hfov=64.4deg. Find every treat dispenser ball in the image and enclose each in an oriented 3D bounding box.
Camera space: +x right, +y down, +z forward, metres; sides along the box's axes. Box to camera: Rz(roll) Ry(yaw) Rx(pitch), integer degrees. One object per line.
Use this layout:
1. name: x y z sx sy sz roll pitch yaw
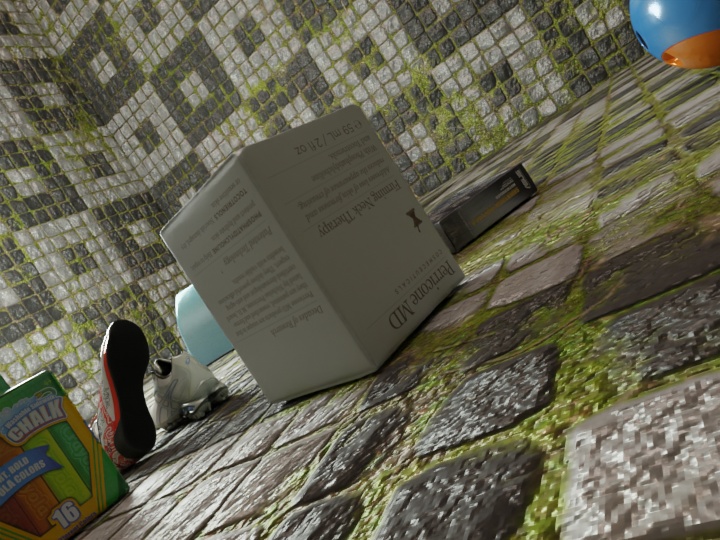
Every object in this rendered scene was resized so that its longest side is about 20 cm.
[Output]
1. treat dispenser ball: 0.484 -0.388 0.795 0.200 0.202 0.201 -33 5 3

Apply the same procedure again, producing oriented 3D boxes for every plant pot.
1. plant pot: -0.373 0.105 1.527 0.196 0.201 0.196 -31 5 20

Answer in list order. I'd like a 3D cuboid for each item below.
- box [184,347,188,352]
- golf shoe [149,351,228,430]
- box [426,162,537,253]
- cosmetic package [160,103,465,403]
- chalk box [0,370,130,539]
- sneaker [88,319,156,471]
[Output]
1. box: -0.556 0.258 2.089 0.157 0.051 0.200 -37 6 -23
2. golf shoe: -0.265 0.168 0.826 0.200 0.098 0.078 -30 7 44
3. box: 0.141 -0.075 0.846 0.158 0.049 0.200 -37 6 -19
4. cosmetic package: -0.044 -0.014 0.545 0.166 0.201 0.167 -29 6 45
5. chalk box: -0.363 0.191 0.600 0.125 0.201 0.124 -37 6 -40
6. sneaker: -0.340 0.175 0.785 0.108 0.202 0.067 -38 -34 27
